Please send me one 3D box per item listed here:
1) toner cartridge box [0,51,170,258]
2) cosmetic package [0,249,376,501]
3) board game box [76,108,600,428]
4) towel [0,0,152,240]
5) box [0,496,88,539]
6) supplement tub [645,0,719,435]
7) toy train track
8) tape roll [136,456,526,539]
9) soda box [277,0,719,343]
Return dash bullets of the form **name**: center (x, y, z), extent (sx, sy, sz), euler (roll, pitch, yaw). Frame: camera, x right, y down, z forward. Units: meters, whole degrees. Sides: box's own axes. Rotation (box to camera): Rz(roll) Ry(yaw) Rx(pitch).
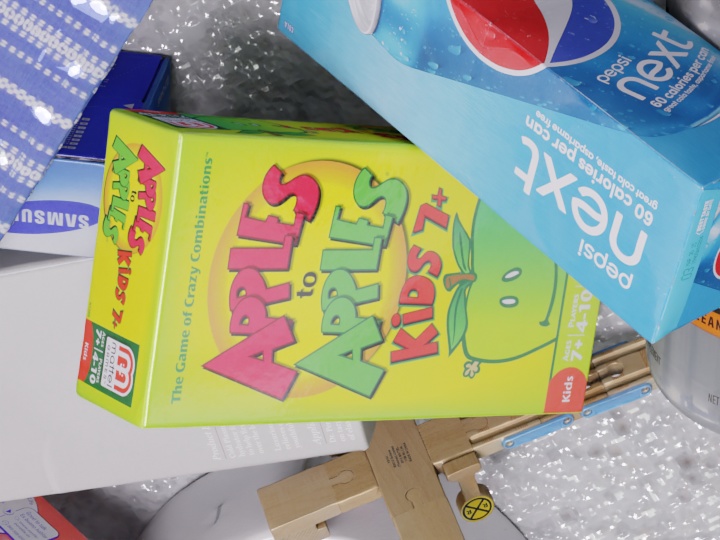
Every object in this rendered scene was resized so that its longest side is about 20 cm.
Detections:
- **toner cartridge box**: center (-0.178, -0.053, 0.954), extent (0.199, 0.095, 0.043), euler (6, 121, 5)
- **cosmetic package**: center (-0.096, 0.022, 0.992), extent (0.199, 0.090, 0.107), euler (-6, 118, 14)
- **board game box**: center (0.000, 0.000, 0.906), extent (0.199, 0.048, 0.102), euler (0, 103, -38)
- **towel**: center (-0.145, -0.098, 0.860), extent (0.145, 0.024, 0.200), euler (33, 89, -25)
- **box**: center (-0.151, 0.159, 1.009), extent (0.200, 0.102, 0.095), euler (36, 128, 33)
- **supplement tub**: center (0.166, -0.045, 0.896), extent (0.122, 0.123, 0.201), euler (3, 119, 6)
- **toy train track**: center (0.058, 0.068, 0.999), extent (0.199, 0.115, 0.033), euler (-22, 133, -1)
- **tape roll**: center (-0.013, 0.175, 1.075), extent (0.201, 0.071, 0.203), euler (4, 120, 6)
- **soda box**: center (0.060, -0.067, 0.863), extent (0.200, 0.064, 0.068), euler (41, 137, 31)
